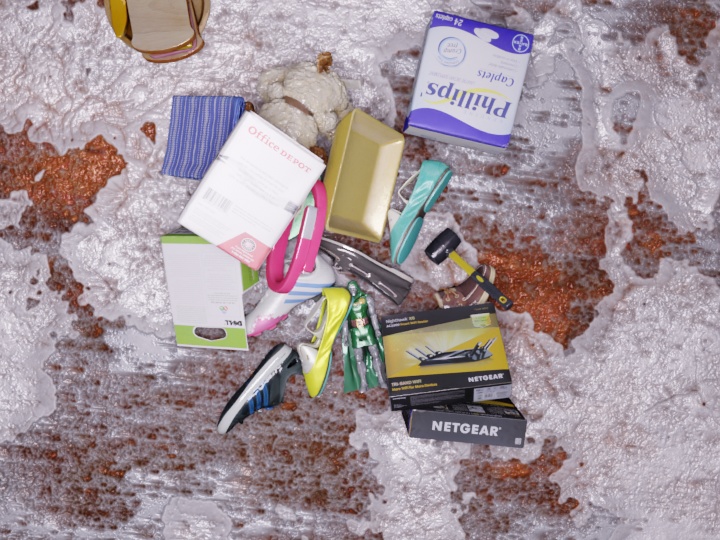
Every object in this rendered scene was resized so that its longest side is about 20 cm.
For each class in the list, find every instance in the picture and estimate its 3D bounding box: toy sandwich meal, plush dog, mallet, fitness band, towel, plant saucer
[{"bbox_3d":[-0.353,-0.461,1.220,0.203,0.070,0.207,0,94,-3],"label":"toy sandwich meal"},{"bbox_3d":[-0.102,-0.262,1.186,0.199,0.160,0.173,30,70,-5],"label":"plush dog"},{"bbox_3d":[0.186,0.008,1.245,0.066,0.041,0.200,-38,55,4],"label":"mallet"},{"bbox_3d":[-0.108,-0.059,1.178,0.037,0.143,0.201,14,94,-27],"label":"fitness band"},{"bbox_3d":[-0.271,-0.224,1.199,0.199,0.024,0.146,13,96,40],"label":"towel"},{"bbox_3d":[-0.005,-0.159,1.219,0.048,0.200,0.202,15,93,28],"label":"plant saucer"}]

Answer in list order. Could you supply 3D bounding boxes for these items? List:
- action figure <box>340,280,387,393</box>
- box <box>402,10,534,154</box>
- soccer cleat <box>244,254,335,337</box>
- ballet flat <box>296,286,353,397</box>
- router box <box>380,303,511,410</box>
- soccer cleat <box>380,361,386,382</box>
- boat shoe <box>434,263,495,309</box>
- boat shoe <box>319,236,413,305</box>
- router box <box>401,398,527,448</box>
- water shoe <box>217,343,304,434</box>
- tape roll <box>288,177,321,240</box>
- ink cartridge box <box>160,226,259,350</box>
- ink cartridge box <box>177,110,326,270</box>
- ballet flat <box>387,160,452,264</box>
[{"bbox_3d":[0.003,0.117,1.289,0.117,0.055,0.202,-13,90,1],"label":"action figure"},{"bbox_3d":[0.186,-0.324,1.243,0.183,0.105,0.202,12,93,-3],"label":"box"},{"bbox_3d":[-0.140,0.038,1.263,0.199,0.070,0.087,-32,111,-9],"label":"soccer cleat"},{"bbox_3d":[-0.075,0.122,1.250,0.067,0.067,0.201,18,93,-23],"label":"ballet flat"},{"bbox_3d":[0.139,0.143,1.184,0.198,0.052,0.158,-8,51,2],"label":"router box"},{"bbox_3d":[0.131,0.191,1.278,0.198,0.073,0.069,3,77,-7],"label":"soccer cleat"},{"bbox_3d":[0.164,0.062,1.280,0.072,0.072,0.200,36,97,-16],"label":"boat shoe"},{"bbox_3d":[0.000,0.000,1.272,0.199,0.067,0.057,25,86,-8],"label":"boat shoe"},{"bbox_3d":[0.176,0.253,1.252,0.198,0.157,0.053,6,97,-3],"label":"router box"},{"bbox_3d":[-0.176,0.228,1.275,0.079,0.072,0.200,39,91,-10],"label":"water shoe"},{"bbox_3d":[-0.168,-0.146,1.262,0.199,0.048,0.202,0,94,-4],"label":"tape roll"},{"bbox_3d":[-0.256,0.029,1.237,0.147,0.076,0.202,2,107,16],"label":"ink cartridge box"},{"bbox_3d":[-0.169,-0.127,1.104,0.146,0.083,0.201,33,96,-17],"label":"ink cartridge box"},{"bbox_3d":[0.091,-0.110,1.279,0.070,0.067,0.201,30,92,20],"label":"ballet flat"}]
